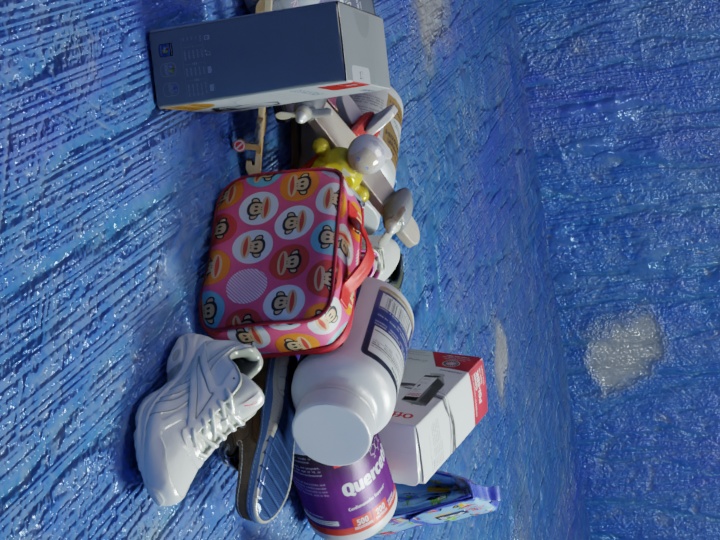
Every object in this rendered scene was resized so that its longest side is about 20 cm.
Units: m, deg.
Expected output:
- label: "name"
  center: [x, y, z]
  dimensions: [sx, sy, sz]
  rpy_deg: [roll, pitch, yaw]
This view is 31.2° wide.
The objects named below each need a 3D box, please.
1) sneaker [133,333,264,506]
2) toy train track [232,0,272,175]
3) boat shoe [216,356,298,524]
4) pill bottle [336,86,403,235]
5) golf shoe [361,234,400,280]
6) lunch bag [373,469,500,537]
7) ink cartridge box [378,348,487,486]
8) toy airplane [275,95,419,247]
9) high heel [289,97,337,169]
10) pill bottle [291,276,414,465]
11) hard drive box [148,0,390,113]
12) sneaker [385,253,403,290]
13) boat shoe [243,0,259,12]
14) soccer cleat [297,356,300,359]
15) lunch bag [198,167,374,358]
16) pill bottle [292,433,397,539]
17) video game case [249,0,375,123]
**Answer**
- label: "sneaker"
  center: [-0.140, 0.128, 1.174]
  dimensions: [0.201, 0.098, 0.079]
  rpy_deg: [-76, 154, -47]
- label: "toy train track"
  center: [-0.119, -0.202, 1.422]
  dimensions: [0.115, 0.032, 0.203]
  rpy_deg: [-94, -171, -77]
- label: "boat shoe"
  center: [-0.108, 0.172, 1.309]
  dimensions: [0.201, 0.071, 0.073]
  rpy_deg: [-80, 158, -47]
- label: "pill bottle"
  center: [-0.008, -0.143, 1.654]
  dimensions: [0.115, 0.113, 0.202]
  rpy_deg: [64, 27, -48]
- label: "golf shoe"
  center: [0.000, 0.000, 1.541]
  dimensions: [0.199, 0.091, 0.076]
  rpy_deg: [-24, 103, -51]
- label: "lunch bag"
  center: [0.086, 0.292, 1.678]
  dimensions: [0.151, 0.197, 0.095]
  rpy_deg: [41, 46, -65]
- label: "ink cartridge box"
  center: [0.056, 0.179, 1.632]
  dimensions: [0.200, 0.145, 0.084]
  rpy_deg: [-38, 126, -54]
- label: "toy airplane"
  center: [-0.011, -0.129, 1.481]
  dimensions: [0.198, 0.141, 0.202]
  rpy_deg: [4, 79, -34]
- label: "high heel"
  center: [-0.077, -0.170, 1.570]
  dimensions: [0.096, 0.067, 0.202]
  rpy_deg: [35, 48, -39]
- label: "pill bottle"
  center: [-0.011, 0.105, 1.344]
  dimensions: [0.201, 0.110, 0.112]
  rpy_deg: [-71, 150, -54]
- label: "hard drive box"
  center: [-0.087, -0.209, 1.285]
  dimensions: [0.156, 0.197, 0.078]
  rpy_deg: [-15, 99, -71]
- label: "sneaker"
  center: [0.003, 0.043, 1.639]
  dimensions: [0.201, 0.073, 0.082]
  rpy_deg: [-59, 168, -50]
- label: "boat shoe"
  center: [-0.081, -0.332, 1.562]
  dimensions: [0.199, 0.069, 0.072]
  rpy_deg: [-8, 120, -50]
- label: "soccer cleat"
  center: [-0.056, 0.087, 1.498]
  dimensions: [0.201, 0.072, 0.069]
  rpy_deg: [64, 26, -47]
- label: "lunch bag"
  center: [-0.068, -0.012, 1.322]
  dimensions: [0.082, 0.174, 0.202]
  rpy_deg: [58, 32, -50]
- label: "pill bottle"
  center: [-0.031, 0.207, 1.477]
  dimensions: [0.113, 0.111, 0.202]
  rpy_deg: [-72, 150, -52]
- label: "video game case"
  center: [-0.048, -0.285, 1.539]
  dimensions: [0.200, 0.019, 0.144]
  rpy_deg: [-42, 131, -39]
